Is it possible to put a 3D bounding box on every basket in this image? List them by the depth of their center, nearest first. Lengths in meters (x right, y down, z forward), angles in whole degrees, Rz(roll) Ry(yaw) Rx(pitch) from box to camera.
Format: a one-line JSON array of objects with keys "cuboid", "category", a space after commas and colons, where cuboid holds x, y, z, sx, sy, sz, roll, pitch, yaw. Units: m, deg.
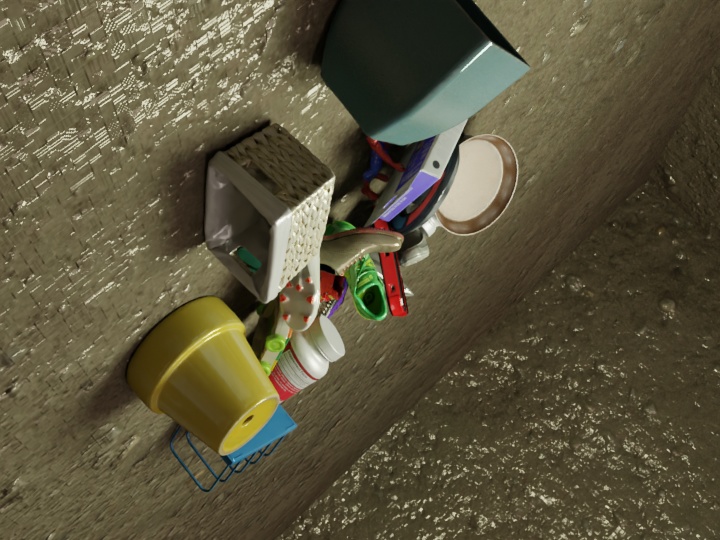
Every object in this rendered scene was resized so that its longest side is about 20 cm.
[{"cuboid": [-0.123, -0.079, 1.222, 0.123, 0.135, 0.201, -39, 161, -29], "category": "basket"}]

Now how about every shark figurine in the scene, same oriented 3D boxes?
[{"cuboid": [0.021, -0.020, 1.825, 0.214, 0.127, 0.091, 41, 67, -55], "category": "shark figurine"}]

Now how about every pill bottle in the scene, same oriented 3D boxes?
[{"cuboid": [-0.132, 0.171, 1.691, 0.199, 0.113, 0.112, -32, 165, 12], "category": "pill bottle"}, {"cuboid": [0.179, -0.162, 1.788, 0.200, 0.111, 0.111, -45, 163, -3], "category": "pill bottle"}]

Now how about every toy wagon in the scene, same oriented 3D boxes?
[{"cuboid": [-0.159, 0.110, 1.545, 0.156, 0.039, 0.201, -93, -155, -48], "category": "toy wagon"}]

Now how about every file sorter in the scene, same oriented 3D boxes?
[{"cuboid": [-0.254, 0.322, 1.778, 0.199, 0.139, 0.123, -20, 153, -55], "category": "file sorter"}]

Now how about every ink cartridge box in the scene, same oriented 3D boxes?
[{"cuboid": [0.089, -0.159, 1.498, 0.202, 0.043, 0.198, -61, -169, -27], "category": "ink cartridge box"}]

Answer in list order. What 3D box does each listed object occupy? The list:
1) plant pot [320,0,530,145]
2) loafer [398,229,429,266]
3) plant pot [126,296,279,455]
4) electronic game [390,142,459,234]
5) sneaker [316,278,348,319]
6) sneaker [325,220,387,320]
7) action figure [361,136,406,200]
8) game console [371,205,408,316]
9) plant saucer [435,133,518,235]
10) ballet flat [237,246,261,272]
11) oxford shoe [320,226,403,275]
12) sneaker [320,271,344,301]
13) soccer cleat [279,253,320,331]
[{"cuboid": [0.065, -0.274, 1.167, 0.200, 0.197, 0.195, -44, 165, 20], "category": "plant pot"}, {"cuboid": [0.100, -0.054, 1.827, 0.069, 0.071, 0.200, -23, -173, 5], "category": "loafer"}, {"cuboid": [-0.233, 0.176, 1.423, 0.200, 0.189, 0.201, -42, 161, -17], "category": "plant pot"}, {"cuboid": [0.113, -0.155, 1.611, 0.201, 0.041, 0.201, -52, -160, 27], "category": "electronic game"}, {"cuboid": [-0.077, 0.075, 1.768, 0.201, 0.069, 0.099, -54, 170, 29], "category": "sneaker"}, {"cuboid": [0.000, 0.000, 1.583, 0.074, 0.202, 0.083, -33, -160, -12], "category": "sneaker"}, {"cuboid": [0.055, -0.183, 1.472, 0.201, 0.098, 0.066, 91, 24, -61], "category": "action figure"}, {"cuboid": [0.056, -0.015, 1.688, 0.031, 0.203, 0.177, -10, 175, 4], "category": "game console"}, {"cuboid": [0.211, -0.165, 1.712, 0.198, 0.034, 0.203, -15, 121, -27], "category": "plant saucer"}, {"cuboid": [-0.151, -0.022, 1.409, 0.072, 0.068, 0.200, -60, 171, -20], "category": "ballet flat"}, {"cuboid": [-0.024, -0.026, 1.504, 0.197, 0.076, 0.071, -6, 162, -4], "category": "oxford shoe"}, {"cuboid": [-0.076, 0.031, 1.647, 0.201, 0.085, 0.077, -50, 161, 8], "category": "sneaker"}, {"cuboid": [-0.091, -0.005, 1.434, 0.078, 0.068, 0.203, -40, 131, -69], "category": "soccer cleat"}]
